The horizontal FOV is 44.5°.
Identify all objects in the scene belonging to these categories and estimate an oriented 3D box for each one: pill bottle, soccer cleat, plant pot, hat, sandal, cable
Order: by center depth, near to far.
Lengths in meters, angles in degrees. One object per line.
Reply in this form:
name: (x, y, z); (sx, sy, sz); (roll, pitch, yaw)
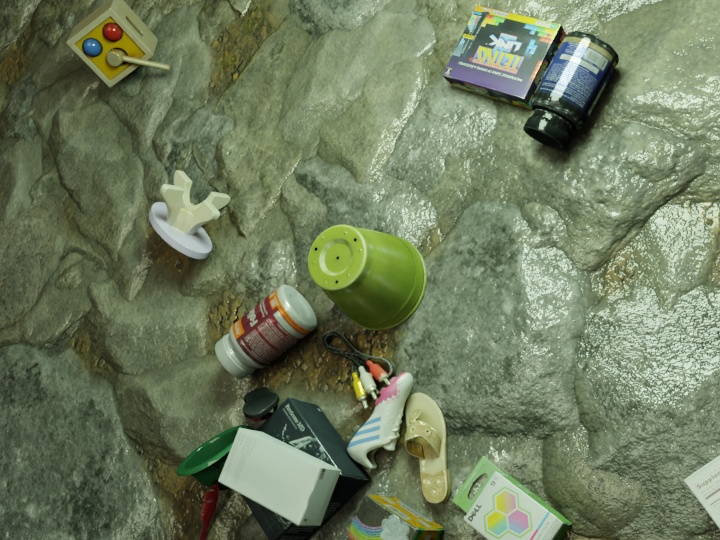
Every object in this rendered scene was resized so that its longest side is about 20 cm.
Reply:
sandal: (0.117, 0.321, 1.621); (0.078, 0.070, 0.212); (-21, 65, 23)
pill bottle: (0.390, -0.334, 1.647); (0.112, 0.112, 0.200); (29, 89, 33)
soccer cleat: (0.054, 0.289, 1.674); (0.086, 0.070, 0.200); (40, 102, 26)
plant pot: (0.000, 0.000, 1.716); (0.200, 0.193, 0.201); (-9, 71, 27)
cable: (-0.006, 0.175, 1.748); (0.097, 0.050, 0.200); (-44, 59, 7)
sandal: (-0.198, 0.274, 1.770); (0.075, 0.200, 0.045); (-19, 94, -8)
hat: (-0.269, 0.441, 1.818); (0.200, 0.166, 0.176); (-25, 100, 38)
pill bottle: (-0.199, 0.131, 1.835); (0.200, 0.114, 0.114); (-38, 60, 14)

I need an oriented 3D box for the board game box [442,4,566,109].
board game box: (0.288, -0.431, 1.769); (0.200, 0.057, 0.165); (25, 86, 33)

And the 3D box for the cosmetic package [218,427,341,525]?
cosmetic package: (-0.149, 0.376, 1.606); (0.200, 0.081, 0.113); (20, 85, 31)

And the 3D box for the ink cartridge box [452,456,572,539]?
ink cartridge box: (0.251, 0.417, 1.520); (0.200, 0.059, 0.104); (35, 93, 33)

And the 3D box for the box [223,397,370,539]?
box: (-0.125, 0.391, 1.708); (0.197, 0.124, 0.200); (-45, 58, 8)

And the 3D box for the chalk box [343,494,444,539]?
chalk box: (0.038, 0.521, 1.573); (0.125, 0.124, 0.200); (26, 90, 32)

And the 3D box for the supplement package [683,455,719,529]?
supplement package: (0.598, 0.367, 1.304); (0.117, 0.117, 0.200); (-40, 59, 13)

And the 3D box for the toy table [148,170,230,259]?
toy table: (-0.391, -0.131, 2.005); (0.200, 0.184, 0.117); (40, 113, 24)

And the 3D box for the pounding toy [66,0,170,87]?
pounding toy: (-0.614, -0.573, 2.263); (0.184, 0.200, 0.142); (-30, 34, 19)
